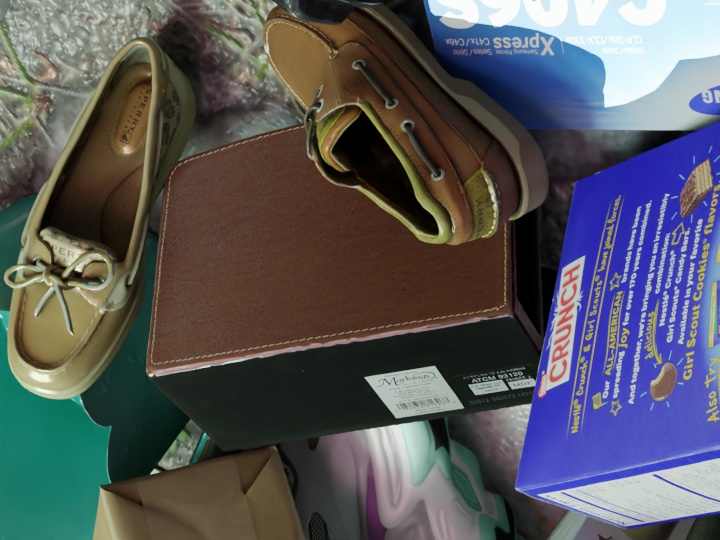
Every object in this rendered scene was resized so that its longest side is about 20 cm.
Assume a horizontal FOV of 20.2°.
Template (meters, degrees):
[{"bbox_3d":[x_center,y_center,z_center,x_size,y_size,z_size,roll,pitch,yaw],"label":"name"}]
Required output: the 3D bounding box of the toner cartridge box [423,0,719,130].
[{"bbox_3d":[0.129,-0.117,0.959,0.199,0.043,0.095,2,123,31],"label":"toner cartridge box"}]

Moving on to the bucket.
[{"bbox_3d":[-0.197,0.060,1.233,0.207,0.135,0.208,17,128,22],"label":"bucket"}]

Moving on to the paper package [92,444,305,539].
[{"bbox_3d":[-0.083,0.224,1.146,0.200,0.103,0.191,110,144,-59],"label":"paper package"}]

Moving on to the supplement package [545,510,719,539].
[{"bbox_3d":[0.156,0.194,1.054,0.152,0.200,0.151,36,133,6],"label":"supplement package"}]

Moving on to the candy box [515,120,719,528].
[{"bbox_3d":[0.169,0.019,0.910,0.077,0.170,0.200,25,155,-27],"label":"candy box"}]

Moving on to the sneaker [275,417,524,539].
[{"bbox_3d":[0.012,0.156,1.185,0.140,0.078,0.200,-23,98,19],"label":"sneaker"}]

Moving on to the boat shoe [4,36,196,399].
[{"bbox_3d":[-0.148,-0.030,1.100,0.073,0.201,0.063,13,167,10],"label":"boat shoe"}]

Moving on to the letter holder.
[{"bbox_3d":[0.000,0.000,1.077,0.199,0.143,0.101,-10,148,18],"label":"letter holder"}]

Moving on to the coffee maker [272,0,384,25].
[{"bbox_3d":[-0.072,-0.202,0.909,0.200,0.192,0.135,34,128,17],"label":"coffee maker"}]

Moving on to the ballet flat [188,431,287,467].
[{"bbox_3d":[-0.061,0.080,1.209,0.068,0.068,0.200,22,132,7],"label":"ballet flat"}]

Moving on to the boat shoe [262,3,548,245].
[{"bbox_3d":[0.003,-0.080,1.006,0.200,0.068,0.072,37,146,41],"label":"boat shoe"}]

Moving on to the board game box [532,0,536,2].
[{"bbox_3d":[0.110,-0.224,0.862,0.199,0.062,0.200,-5,109,21],"label":"board game box"}]

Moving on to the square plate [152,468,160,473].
[{"bbox_3d":[-0.158,0.209,1.389,0.198,0.028,0.200,28,133,14],"label":"square plate"}]
